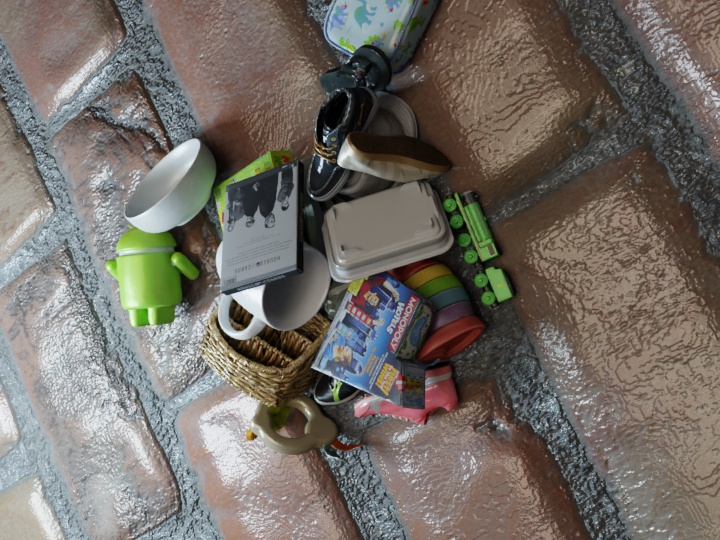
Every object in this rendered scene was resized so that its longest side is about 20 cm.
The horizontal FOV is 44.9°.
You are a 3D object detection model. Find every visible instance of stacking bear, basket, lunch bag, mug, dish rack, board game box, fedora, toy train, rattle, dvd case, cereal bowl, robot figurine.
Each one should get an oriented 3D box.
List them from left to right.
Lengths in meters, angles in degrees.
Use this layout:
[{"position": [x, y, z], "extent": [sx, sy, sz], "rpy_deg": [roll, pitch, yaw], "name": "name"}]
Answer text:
[{"position": [-0.404, 0.005, 1.668], "extent": [0.175, 0.116, 0.201], "rpy_deg": [-6, 90, 23], "name": "robot figurine"}, {"position": [-0.337, -0.144, 1.604], "extent": [0.200, 0.201, 0.083], "rpy_deg": [-29, 121, 27], "name": "cereal bowl"}, {"position": [-0.183, -0.129, 1.537], "extent": [0.200, 0.047, 0.102], "rpy_deg": [-22, 80, 49], "name": "board game box"}, {"position": [-0.173, 0.023, 1.481], "extent": [0.175, 0.147, 0.201], "rpy_deg": [28, 89, 41], "name": "mug"}, {"position": [-0.173, 0.122, 1.527], "extent": [0.200, 0.143, 0.150], "rpy_deg": [32, 114, 24], "name": "basket"}, {"position": [-0.158, -0.069, 1.401], "extent": [0.150, 0.025, 0.201], "rpy_deg": [-16, 60, 26], "name": "dvd case"}, {"position": [-0.104, 0.310, 1.552], "extent": [0.199, 0.130, 0.143], "rpy_deg": [23, 117, -2], "name": "rattle"}, {"position": [-0.003, -0.203, 1.448], "extent": [0.176, 0.090, 0.201], "rpy_deg": [29, 106, 24], "name": "fedora"}, {"position": [0.037, -0.437, 1.417], "extent": [0.160, 0.082, 0.201], "rpy_deg": [33, 109, 23], "name": "lunch bag"}, {"position": [0.036, -0.072, 1.377], "extent": [0.199, 0.044, 0.172], "rpy_deg": [-16, 42, 3], "name": "dish rack"}, {"position": [0.040, 0.115, 1.338], "extent": [0.200, 0.062, 0.201], "rpy_deg": [36, 105, 41], "name": "board game box"}, {"position": [0.105, 0.033, 1.400], "extent": [0.114, 0.121, 0.201], "rpy_deg": [-39, 68, 27], "name": "stacking bear"}, {"position": [0.190, -0.037, 1.384], "extent": [0.056, 0.042, 0.201], "rpy_deg": [-24, 82, 18], "name": "toy train"}]

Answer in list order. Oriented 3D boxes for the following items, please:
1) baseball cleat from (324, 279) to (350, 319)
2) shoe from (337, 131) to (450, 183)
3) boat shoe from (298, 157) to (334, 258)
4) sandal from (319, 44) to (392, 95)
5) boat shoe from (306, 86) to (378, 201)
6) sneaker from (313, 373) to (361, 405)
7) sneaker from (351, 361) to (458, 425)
[{"position": [0.000, 0.000, 1.479], "extent": [0.069, 0.107, 0.200], "rpy_deg": [28, 137, -9], "name": "baseball cleat"}, {"position": [0.053, -0.176, 1.375], "extent": [0.053, 0.199, 0.070], "rpy_deg": [-56, 41, 37], "name": "shoe"}, {"position": [-0.082, -0.093, 1.517], "extent": [0.064, 0.070, 0.201], "rpy_deg": [-17, 87, 47], "name": "boat shoe"}, {"position": [-0.012, -0.307, 1.417], "extent": [0.075, 0.048, 0.200], "rpy_deg": [49, 156, -15], "name": "sandal"}, {"position": [-0.049, -0.200, 1.370], "extent": [0.071, 0.091, 0.201], "rpy_deg": [35, 111, 21], "name": "boat shoe"}, {"position": [-0.011, 0.160, 1.472], "extent": [0.199, 0.083, 0.072], "rpy_deg": [-32, 51, 21], "name": "sneaker"}, {"position": [0.072, 0.223, 1.445], "extent": [0.199, 0.074, 0.087], "rpy_deg": [-25, 85, 29], "name": "sneaker"}]
